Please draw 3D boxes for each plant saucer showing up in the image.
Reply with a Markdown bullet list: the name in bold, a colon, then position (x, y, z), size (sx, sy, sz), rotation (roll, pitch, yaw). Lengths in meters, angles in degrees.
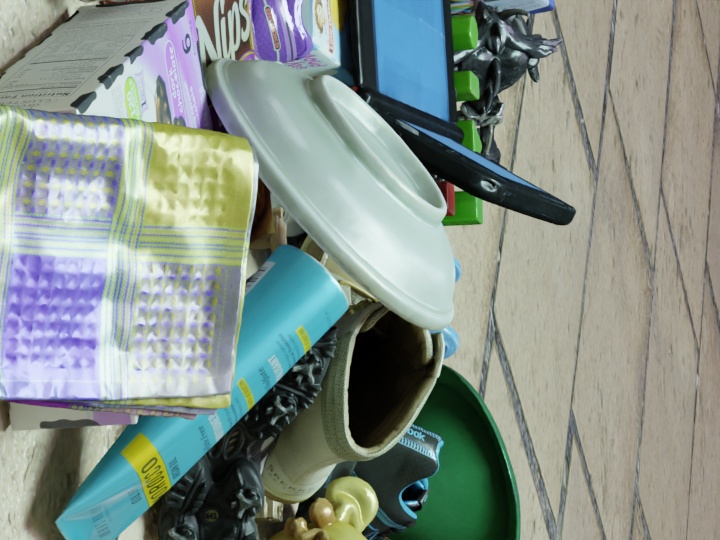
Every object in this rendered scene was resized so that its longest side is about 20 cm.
- **plant saucer**: position (-0.004, -0.056, 1.546), size (0.200, 0.050, 0.200), rotation (46, 11, -12)

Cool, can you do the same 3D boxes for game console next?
- **game console**: position (0.070, -0.125, 1.855), size (0.117, 0.175, 0.200), rotation (-62, 159, 6)

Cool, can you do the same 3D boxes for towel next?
- **towel**: position (-0.129, -0.003, 1.307), size (0.199, 0.023, 0.145), rotation (7, 93, -45)

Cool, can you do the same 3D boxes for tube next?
- **tube**: position (-0.089, 0.073, 1.450), size (0.200, 0.050, 0.078), rotation (-47, 155, -17)

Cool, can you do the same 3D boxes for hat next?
- **hat**: position (0.008, 0.173, 2.006), size (0.200, 0.175, 0.167), rotation (-157, -126, -64)

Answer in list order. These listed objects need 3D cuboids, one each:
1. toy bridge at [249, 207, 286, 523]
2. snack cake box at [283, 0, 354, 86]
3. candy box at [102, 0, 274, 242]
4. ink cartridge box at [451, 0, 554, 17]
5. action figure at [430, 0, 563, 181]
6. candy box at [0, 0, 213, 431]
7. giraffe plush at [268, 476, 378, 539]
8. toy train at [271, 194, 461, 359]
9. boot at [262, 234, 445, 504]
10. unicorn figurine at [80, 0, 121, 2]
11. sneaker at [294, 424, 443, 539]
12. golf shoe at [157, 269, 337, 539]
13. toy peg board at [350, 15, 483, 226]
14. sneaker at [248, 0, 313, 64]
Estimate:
- **toy bridge**: position (-0.053, 0.057, 1.711), size (0.027, 0.067, 0.201), rotation (42, 47, -68)
- **snack cake box**: position (-0.046, -0.229, 1.806), size (0.115, 0.067, 0.202), rotation (32, 56, -73)
- **candy box**: position (-0.101, -0.110, 1.597), size (0.117, 0.056, 0.202), rotation (-31, 115, -72)
- **ink cartridge box**: position (0.085, -0.227, 2.189), size (0.200, 0.118, 0.042), rotation (3, 80, -75)
- **action figure**: position (0.085, -0.155, 2.148), size (0.201, 0.118, 0.102), rotation (104, -30, -49)
- **candy box**: position (-0.134, -0.033, 1.426), size (0.200, 0.071, 0.169), rotation (-59, 143, -65)
- **giraffe plush**: position (-0.017, 0.229, 1.682), size (0.162, 0.199, 0.173), rotation (52, 29, -11)
- **toy train**: position (0.000, 0.000, 1.831), size (0.200, 0.113, 0.087), rotation (66, 22, -53)
- **boot**: position (0.003, 0.033, 1.622), size (0.155, 0.072, 0.201), rotation (-34, -145, 64)
- **unicorn figurine**: position (-0.157, -0.194, 1.407), size (0.200, 0.073, 0.138), rotation (-32, 125, -56)
- **sneaker**: position (-0.001, 0.158, 1.770), size (0.200, 0.081, 0.074), rotation (107, -3, -56)
- **golf shoe**: position (-0.071, 0.068, 1.566), size (0.095, 0.077, 0.201), rotation (-100, -149, -63)
- **toy peg board**: position (0.024, -0.119, 1.980), size (0.199, 0.097, 0.202), rotation (26, 61, -73)
- **sneaker**: position (-0.057, -0.224, 1.701), size (0.081, 0.083, 0.202), rotation (177, -84, -68)
